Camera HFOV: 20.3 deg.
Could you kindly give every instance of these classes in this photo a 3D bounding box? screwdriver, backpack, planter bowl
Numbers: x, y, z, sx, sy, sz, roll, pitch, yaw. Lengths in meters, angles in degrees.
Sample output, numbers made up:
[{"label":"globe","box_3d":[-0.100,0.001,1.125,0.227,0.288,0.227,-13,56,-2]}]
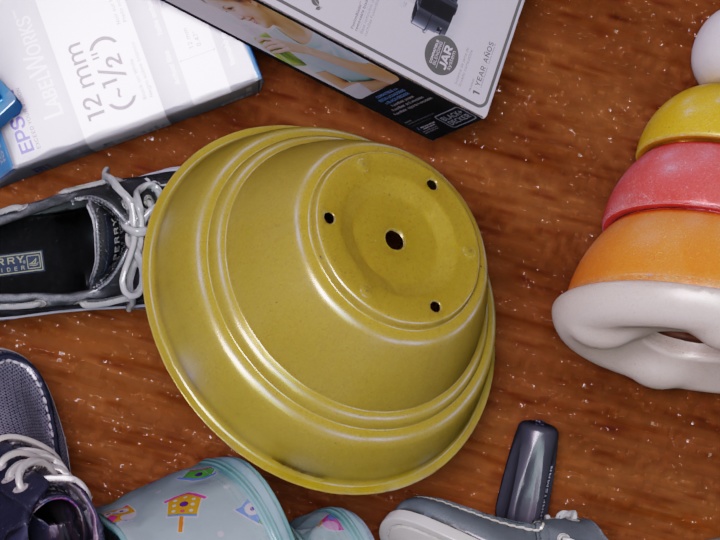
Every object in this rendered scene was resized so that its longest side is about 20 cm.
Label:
[{"label":"screwdriver","box_3d":[0.075,0.178,1.064,0.028,0.029,0.202,11,89,-3]},{"label":"backpack","box_3d":[-0.056,0.189,0.986,0.152,0.176,0.201,-28,91,-17]},{"label":"planter bowl","box_3d":[0.000,0.000,0.979,0.199,0.083,0.202,14,59,-24]}]

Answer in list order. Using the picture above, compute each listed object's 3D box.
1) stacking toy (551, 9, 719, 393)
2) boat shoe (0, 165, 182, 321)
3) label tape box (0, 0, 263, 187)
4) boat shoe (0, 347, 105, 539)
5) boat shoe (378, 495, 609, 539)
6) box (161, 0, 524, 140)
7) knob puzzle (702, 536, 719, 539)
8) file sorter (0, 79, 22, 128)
[{"label":"stacking toy","box_3d":[0.182,-0.046,1.031,0.145,0.146,0.202,12,75,-3]},{"label":"boat shoe","box_3d":[-0.126,-0.016,1.010,0.197,0.068,0.074,-5,88,-20]},{"label":"label tape box","box_3d":[-0.165,-0.128,1.028,0.198,0.066,0.145,-20,92,-4]},{"label":"boat shoe","box_3d":[-0.154,0.106,0.945,0.074,0.093,0.202,14,49,-31]},{"label":"boat shoe","box_3d":[0.106,0.159,1.036,0.198,0.073,0.062,24,54,3]},{"label":"box","box_3d":[-0.016,-0.162,0.997,0.199,0.060,0.118,25,73,-21]},{"label":"knob puzzle","box_3d":[0.220,0.228,1.071,0.217,0.030,0.222,0,90,-3]},{"label":"file sorter","box_3d":[-0.287,-0.118,0.948,0.139,0.123,0.200,-42,76,-5]}]
